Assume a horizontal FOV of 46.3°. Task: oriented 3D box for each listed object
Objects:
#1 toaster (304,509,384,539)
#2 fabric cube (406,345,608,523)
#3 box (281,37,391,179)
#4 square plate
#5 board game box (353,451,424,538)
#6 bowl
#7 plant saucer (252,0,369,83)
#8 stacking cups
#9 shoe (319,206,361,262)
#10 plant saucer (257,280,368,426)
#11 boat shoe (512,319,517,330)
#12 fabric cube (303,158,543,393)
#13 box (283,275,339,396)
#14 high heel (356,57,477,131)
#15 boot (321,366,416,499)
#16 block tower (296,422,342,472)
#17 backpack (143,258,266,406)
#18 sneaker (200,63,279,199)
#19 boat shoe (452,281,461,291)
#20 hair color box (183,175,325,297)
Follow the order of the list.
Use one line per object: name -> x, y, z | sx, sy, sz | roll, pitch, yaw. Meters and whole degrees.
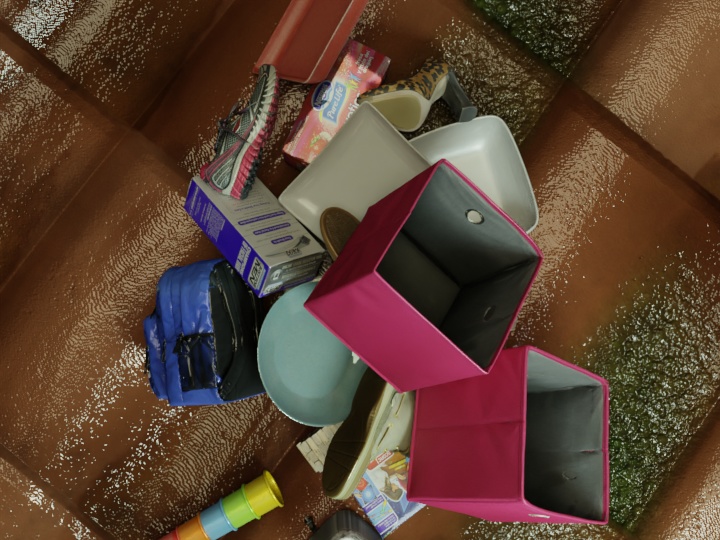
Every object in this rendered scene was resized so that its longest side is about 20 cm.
toaster -> -0.007, 0.440, 1.232 | 0.113, 0.129, 0.201 | -41, 89, -5
fabric cube -> 0.204, 0.234, 1.157 | 0.195, 0.198, 0.203 | 24, 63, -38
box -> -0.037, -0.240, 1.284 | 0.094, 0.100, 0.203 | 25, 86, -1
square plate -> 0.015, -0.109, 1.222 | 0.198, 0.029, 0.200 | 41, 110, -11
board game box -> 0.074, 0.291, 1.290 | 0.199, 0.034, 0.136 | -35, 89, -4
bowl -> 0.155, -0.117, 1.292 | 0.197, 0.075, 0.203 | -18, 82, -5
plant saucer -> -0.064, -0.367, 1.260 | 0.036, 0.199, 0.202 | 29, 89, -34
stacking cups -> -0.212, 0.379, 1.267 | 0.198, 0.061, 0.061 | -32, 88, 0
shoe -> 0.000, 0.000, 1.212 | 0.070, 0.053, 0.201 | -40, 99, -31
plant saucer -> -0.062, 0.118, 1.200 | 0.198, 0.039, 0.205 | 4, 82, -30
boat shoe -> 0.146, 0.107, 1.290 | 0.196, 0.071, 0.071 | -10, 88, 6
fabric cube -> 0.082, 0.015, 1.105 | 0.196, 0.199, 0.201 | 40, 61, -13
box -> -0.072, 0.114, 1.273 | 0.067, 0.082, 0.204 | -8, 86, -3
high heel -> 0.066, -0.278, 1.269 | 0.197, 0.072, 0.144 | -2, 46, -26
boot -> 0.038, 0.250, 1.199 | 0.154, 0.071, 0.202 | 39, 68, -36
block tower -> -0.004, 0.227, 1.281 | 0.199, 0.058, 0.054 | -38, 88, -3
backpack -> -0.230, 0.087, 1.227 | 0.165, 0.162, 0.204 | -5, 89, 17
sneaker -> -0.167, -0.207, 1.209 | 0.074, 0.081, 0.203 | 19, 77, 0
boat shoe -> 0.109, 0.017, 1.288 | 0.198, 0.074, 0.064 | 14, 101, 5
hair color box -> -0.156, -0.060, 1.226 | 0.200, 0.108, 0.065 | 46, 130, 26
